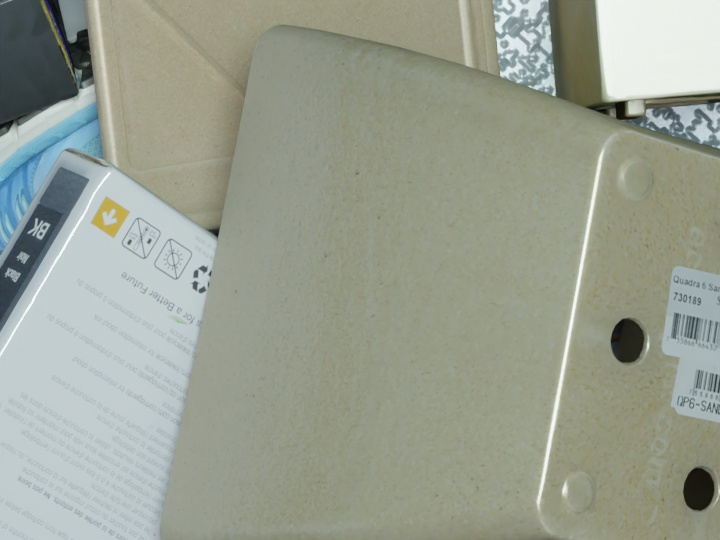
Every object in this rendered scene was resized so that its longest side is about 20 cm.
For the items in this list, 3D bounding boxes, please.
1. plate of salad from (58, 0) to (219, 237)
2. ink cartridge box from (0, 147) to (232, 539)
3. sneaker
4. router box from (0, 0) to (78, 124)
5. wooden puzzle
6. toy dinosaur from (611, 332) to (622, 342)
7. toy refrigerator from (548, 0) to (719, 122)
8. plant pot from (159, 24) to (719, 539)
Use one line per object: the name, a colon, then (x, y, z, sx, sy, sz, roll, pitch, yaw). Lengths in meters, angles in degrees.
plate of salad: (-0.087, -0.034, 1.217, 0.199, 0.048, 0.201, 0, 93, 1)
ink cartridge box: (-0.081, 0.090, 1.088, 0.198, 0.043, 0.201, 35, 81, -33)
sneaker: (-0.138, -0.020, 1.170, 0.200, 0.078, 0.090, -38, 113, 1)
router box: (-0.220, -0.093, 1.160, 0.199, 0.158, 0.052, -21, 126, 0)
wooden puzzle: (-0.031, -0.123, 1.144, 0.184, 0.037, 0.201, -11, 94, -32)
toy dinosaur: (0.000, 0.000, 1.165, 0.200, 0.060, 0.106, 43, 90, -1)
toy refrigerator: (0.120, -0.094, 1.143, 0.075, 0.200, 0.070, -5, 92, -1)
plant pot: (0.072, 0.030, 1.041, 0.199, 0.177, 0.201, 15, 84, -34)
